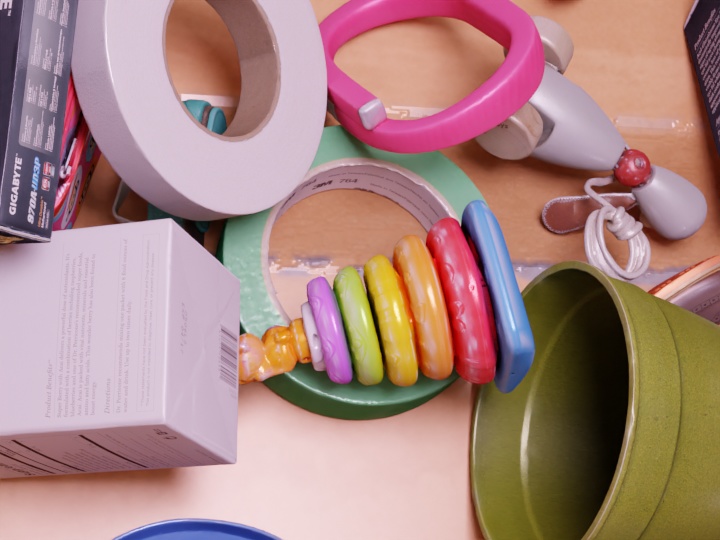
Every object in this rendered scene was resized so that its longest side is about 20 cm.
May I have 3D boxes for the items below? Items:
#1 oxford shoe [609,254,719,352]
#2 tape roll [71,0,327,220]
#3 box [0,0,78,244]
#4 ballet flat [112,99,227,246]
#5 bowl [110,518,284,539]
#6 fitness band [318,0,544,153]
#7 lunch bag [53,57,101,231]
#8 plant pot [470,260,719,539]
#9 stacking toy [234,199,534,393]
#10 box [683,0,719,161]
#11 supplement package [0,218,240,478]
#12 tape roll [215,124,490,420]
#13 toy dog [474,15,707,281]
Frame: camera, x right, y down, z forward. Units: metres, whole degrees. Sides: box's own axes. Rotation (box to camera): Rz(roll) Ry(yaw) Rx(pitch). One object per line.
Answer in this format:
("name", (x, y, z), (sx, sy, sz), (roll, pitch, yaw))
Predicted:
("oxford shoe", (0.266, 0.026, 1.101), (0.199, 0.071, 0.073), (-21, 82, -20))
("tape roll", (-0.098, -0.133, 0.971), (0.202, 0.037, 0.205), (10, 77, -49))
("box", (-0.239, -0.114, 0.877), (0.158, 0.046, 0.202), (0, 80, 31))
("ballet flat", (-0.133, -0.020, 1.030), (0.070, 0.067, 0.202), (-1, 70, 12))
("bowl", (-0.098, 0.243, 0.918), (0.199, 0.040, 0.202), (5, 47, -5))
("fitness band", (0.042, -0.148, 1.060), (0.143, 0.038, 0.200), (-31, 37, -9))
("lunch bag", (-0.203, -0.119, 0.977), (0.081, 0.176, 0.201), (14, 71, -4))
("plant pot", (0.202, 0.111, 1.005), (0.192, 0.200, 0.202), (12, 69, -22))
("stacking toy", (0.002, 0.036, 0.978), (0.198, 0.116, 0.110), (-14, 70, -3))
("box", (0.340, -0.139, 1.127), (0.147, 0.105, 0.201), (4, 53, -12))
("supplement package", (-0.184, 0.053, 0.915), (0.198, 0.120, 0.122), (-5, 71, 15))
("tape roll", (0.000, 0.000, 1.056), (0.199, 0.048, 0.202), (4, 72, -12))
("toy dog", (0.150, -0.084, 1.112), (0.132, 0.096, 0.201), (-38, 97, -29))
